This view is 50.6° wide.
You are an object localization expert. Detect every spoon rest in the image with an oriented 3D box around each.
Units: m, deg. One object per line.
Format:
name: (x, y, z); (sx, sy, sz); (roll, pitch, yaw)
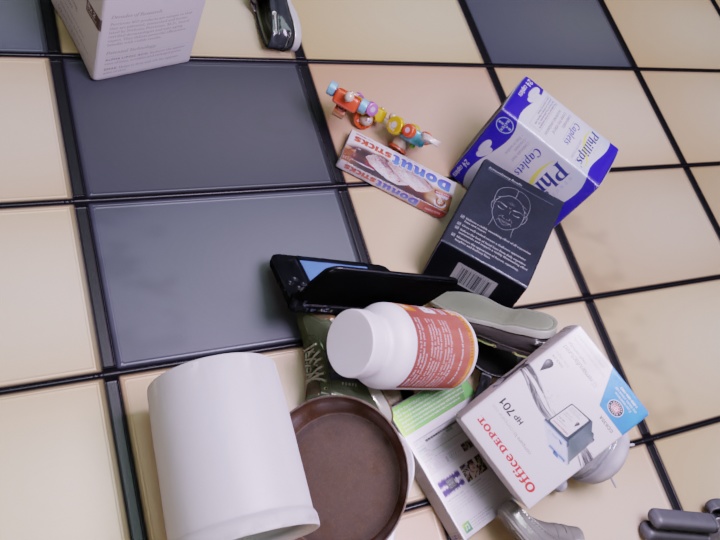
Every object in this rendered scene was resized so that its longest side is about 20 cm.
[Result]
spoon rest: (0.021, 0.295, 0.956); (0.099, 0.061, 0.201); (12, 70, -20)

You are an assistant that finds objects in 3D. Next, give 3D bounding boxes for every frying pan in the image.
frying pan: (0.205, 0.146, 1.130); (0.114, 0.031, 0.191); (8, 46, -9)

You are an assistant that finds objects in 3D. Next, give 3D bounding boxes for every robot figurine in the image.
robot figurine: (0.304, 0.232, 1.103); (0.199, 0.113, 0.170); (32, 85, -5)

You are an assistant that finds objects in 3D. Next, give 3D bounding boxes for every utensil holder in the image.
utensil holder: (-0.151, 0.217, 0.878); (0.169, 0.170, 0.201); (-4, 63, -26)

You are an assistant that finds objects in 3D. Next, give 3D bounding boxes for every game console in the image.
game console: (0.000, 0.000, 1.042); (0.199, 0.117, 0.176); (6, 32, -29)

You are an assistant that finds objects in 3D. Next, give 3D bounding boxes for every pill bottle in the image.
pill bottle: (0.055, 0.100, 1.001); (0.199, 0.112, 0.113); (10, 57, -45)

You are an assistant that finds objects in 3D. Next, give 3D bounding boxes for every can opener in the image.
can opener: (0.511, 0.382, 1.165); (0.199, 0.054, 0.067); (11, 28, -18)

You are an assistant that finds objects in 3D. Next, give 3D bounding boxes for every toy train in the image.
toy train: (0.028, -0.237, 1.238); (0.199, 0.056, 0.150); (28, 14, -9)

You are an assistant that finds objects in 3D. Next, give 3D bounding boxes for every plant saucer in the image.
plant saucer: (-0.031, 0.255, 0.932); (0.199, 0.034, 0.201); (-7, 70, 19)

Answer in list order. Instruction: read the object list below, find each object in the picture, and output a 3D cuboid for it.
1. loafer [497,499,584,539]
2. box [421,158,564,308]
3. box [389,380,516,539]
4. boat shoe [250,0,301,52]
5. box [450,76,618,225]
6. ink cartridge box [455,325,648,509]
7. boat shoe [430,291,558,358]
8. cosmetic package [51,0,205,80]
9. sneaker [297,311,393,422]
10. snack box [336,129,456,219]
loafer: (0.268, 0.369, 1.027); (0.200, 0.070, 0.070); (43, 82, -13)
box: (0.210, -0.050, 1.205); (0.148, 0.107, 0.200); (30, 55, 4)
box: (0.135, 0.254, 1.065); (0.144, 0.036, 0.201); (-23, 76, -32)
boat shoe: (-0.157, -0.464, 1.294); (0.060, 0.076, 0.201); (-9, 67, -34)
box: (0.286, -0.180, 1.274); (0.200, 0.184, 0.105); (37, 54, -1)
ink cartridge box: (0.247, 0.190, 1.003); (0.200, 0.086, 0.147); (-38, 83, -4)
boat shoe: (0.191, 0.082, 1.122); (0.200, 0.061, 0.072); (16, 34, 34)
cosmetic package: (-0.338, -0.417, 1.111); (0.164, 0.200, 0.165); (-23, 74, -32)
sneaker: (-0.042, 0.143, 1.023); (0.090, 0.067, 0.201); (-28, 81, -38)
snack box: (0.061, -0.158, 1.258); (0.199, 0.024, 0.072); (26, 55, -9)
